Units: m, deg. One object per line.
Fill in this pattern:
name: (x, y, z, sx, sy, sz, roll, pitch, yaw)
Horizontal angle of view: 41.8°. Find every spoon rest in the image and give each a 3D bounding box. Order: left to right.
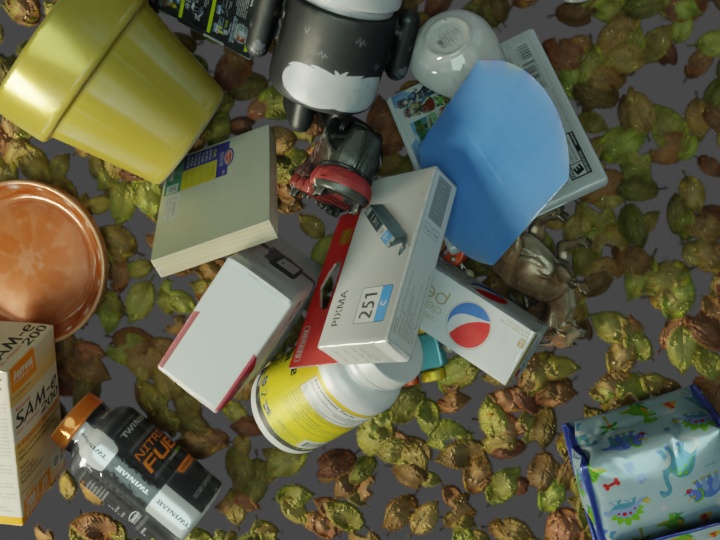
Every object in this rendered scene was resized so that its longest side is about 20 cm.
spoon rest: (0.127, -0.208, 1.010, 0.099, 0.061, 0.200, -40, 58, 1)

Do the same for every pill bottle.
pill bottle: (-0.272, 0.236, 1.129, 0.200, 0.106, 0.106, 40, 101, -3)
pill bottle: (-0.026, 0.120, 1.043, 0.113, 0.112, 0.200, 51, 131, -4)

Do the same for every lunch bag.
lunch bag: (0.339, 0.258, 1.074, 0.169, 0.128, 0.202, -16, 111, 5)

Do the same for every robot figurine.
robot figurine: (-0.028, -0.247, 1.004, 0.124, 0.150, 0.201, 33, 124, 25)

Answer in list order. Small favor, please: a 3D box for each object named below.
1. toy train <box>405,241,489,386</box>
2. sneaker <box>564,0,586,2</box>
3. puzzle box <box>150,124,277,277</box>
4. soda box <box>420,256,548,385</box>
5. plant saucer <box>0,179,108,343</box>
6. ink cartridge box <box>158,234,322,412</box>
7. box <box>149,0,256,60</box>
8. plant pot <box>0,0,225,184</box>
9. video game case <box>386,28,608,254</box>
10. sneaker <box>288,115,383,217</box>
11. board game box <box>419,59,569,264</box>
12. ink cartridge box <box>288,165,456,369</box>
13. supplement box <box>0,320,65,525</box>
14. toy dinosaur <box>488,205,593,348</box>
toy train: (0.081, 0.035, 1.092, 0.150, 0.056, 0.201, 39, 109, 17)
sneaker: (0.170, -0.345, 0.998, 0.198, 0.088, 0.081, 17, 102, 3)
puzzle box: (-0.154, -0.081, 1.024, 0.132, 0.201, 0.026, -18, 127, 9)
soda box: (0.098, 0.038, 1.020, 0.199, 0.064, 0.068, 33, 106, 18)
plant saucer: (-0.399, -0.009, 1.137, 0.198, 0.032, 0.202, 1, 99, 5)
ink cartridge box: (-0.122, 0.050, 1.037, 0.083, 0.200, 0.146, 35, 102, 2)
box: (-0.153, -0.347, 0.995, 0.159, 0.044, 0.201, 28, 133, 5)
plant pot: (-0.259, -0.198, 1.019, 0.188, 0.201, 0.201, 37, 101, -18)
video game case: (0.144, -0.141, 1.023, 0.181, 0.022, 0.201, -24, 69, 9)
sneaker: (-0.023, -0.112, 1.010, 0.070, 0.200, 0.099, 24, 85, -15)
board game box: (0.139, -0.110, 0.944, 0.159, 0.039, 0.200, 60, 137, 24)
ink cartridge box: (0.000, 0.000, 0.970, 0.175, 0.201, 0.045, -10, 143, 43)
supplement box: (-0.409, 0.176, 1.105, 0.073, 0.126, 0.202, 4, 112, 5)
toy dinosaur: (0.187, 0.001, 1.064, 0.200, 0.086, 0.136, 52, 132, 10)
